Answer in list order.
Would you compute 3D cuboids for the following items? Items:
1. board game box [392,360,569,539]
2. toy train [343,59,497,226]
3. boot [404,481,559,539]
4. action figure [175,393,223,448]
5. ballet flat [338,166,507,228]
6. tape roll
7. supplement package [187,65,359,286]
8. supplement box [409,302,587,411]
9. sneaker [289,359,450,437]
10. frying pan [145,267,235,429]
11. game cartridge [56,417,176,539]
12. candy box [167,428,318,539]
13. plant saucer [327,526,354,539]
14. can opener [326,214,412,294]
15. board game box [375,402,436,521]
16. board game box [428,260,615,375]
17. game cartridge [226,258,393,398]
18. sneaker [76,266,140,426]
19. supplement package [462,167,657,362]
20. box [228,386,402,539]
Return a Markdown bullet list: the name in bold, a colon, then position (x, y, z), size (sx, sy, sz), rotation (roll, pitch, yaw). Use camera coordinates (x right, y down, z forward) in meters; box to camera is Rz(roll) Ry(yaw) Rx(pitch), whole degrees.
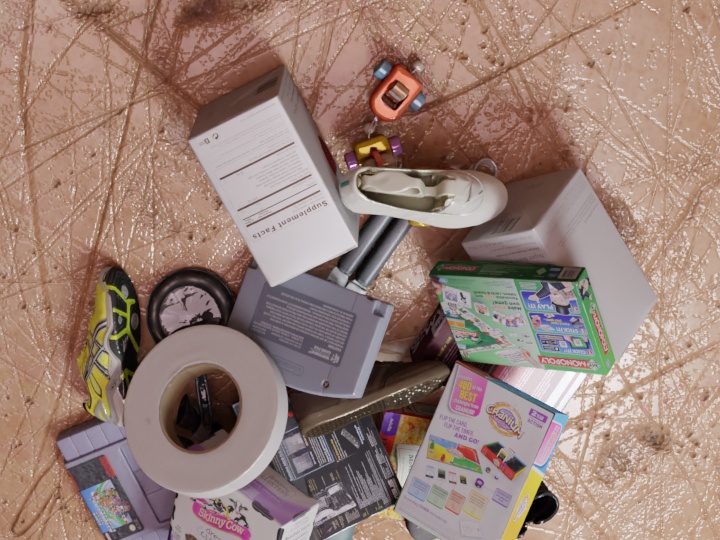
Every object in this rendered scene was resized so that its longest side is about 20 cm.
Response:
- **board game box**: position (0.142, 0.232, 1.686), size (0.040, 0.152, 0.202), rotation (17, 98, -56)
- **toy train**: position (0.068, -0.141, 1.647), size (0.150, 0.056, 0.200), rotation (-45, 103, 3)
- **boot**: position (0.145, 0.300, 1.752), size (0.199, 0.132, 0.070), rotation (-35, 112, 10)
- **action figure**: position (-0.152, 0.239, 1.795), size (0.198, 0.069, 0.131), rotation (29, 100, -18)
- **ballet flat**: position (0.075, -0.088, 1.593), size (0.197, 0.070, 0.070), rotation (4, 111, -7)
- **tape roll**: position (-0.183, 0.165, 1.656), size (0.200, 0.037, 0.206), rotation (-6, 72, 17)
- **supplement package**: position (-0.095, -0.109, 1.626), size (0.119, 0.122, 0.201), rotation (-24, 112, 11)
- **supplement box**: position (0.173, 0.115, 1.770), size (0.198, 0.061, 0.109), rotation (29, 107, -15)
- **sneaker**: position (0.009, 0.133, 1.702), size (0.198, 0.071, 0.076), rotation (-19, 68, -12)
- **frying pan**: position (-0.217, 0.092, 1.727), size (0.113, 0.031, 0.193), rotation (14, 93, -1)
- **game cartridge**: position (-0.295, 0.276, 1.816), size (0.128, 0.038, 0.202), rotation (-23, 111, 1)
- **candy box**: position (-0.150, 0.325, 1.710), size (0.167, 0.071, 0.202), rotation (32, 125, 28)
- **plant saucer**: position (-0.103, 0.353, 1.821), size (0.198, 0.039, 0.203), rotation (-6, 132, -6)
- **can opener**: position (0.000, 0.000, 1.714), size (0.052, 0.067, 0.201), rotation (32, 101, -17)
- **board game box**: position (0.108, 0.256, 1.829), size (0.197, 0.046, 0.153), rotation (10, 111, -8)
- **board game box**: position (0.185, 0.054, 1.625), size (0.198, 0.029, 0.136), rotation (4, 130, 38)
- **game cartridge**: position (-0.066, 0.073, 1.675), size (0.198, 0.040, 0.135), rotation (20, 85, 28)
- **sneaker**: position (-0.313, 0.095, 1.722), size (0.075, 0.075, 0.203), rotation (4, 103, 17)
- **supplement package**: position (0.238, 0.001, 1.667), size (0.121, 0.120, 0.201), rotation (-11, 121, 49)
- **box**: position (-0.053, 0.225, 1.744), size (0.156, 0.050, 0.202), rotation (-24, 90, -13)
